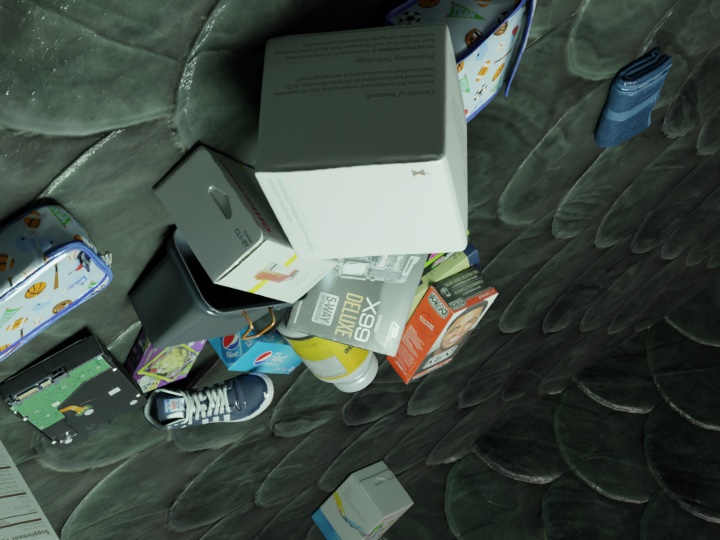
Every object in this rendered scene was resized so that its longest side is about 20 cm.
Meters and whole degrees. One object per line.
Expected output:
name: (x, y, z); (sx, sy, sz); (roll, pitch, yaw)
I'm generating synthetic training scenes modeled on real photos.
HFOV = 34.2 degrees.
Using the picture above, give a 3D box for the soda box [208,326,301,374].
soda box: (-0.150, 0.113, 1.810); (0.068, 0.064, 0.200); (-43, 160, 13)

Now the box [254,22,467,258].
box: (0.009, -0.131, 1.252); (0.199, 0.172, 0.199); (-3, 153, 10)

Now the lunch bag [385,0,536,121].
lunch bag: (0.130, -0.269, 1.379); (0.200, 0.124, 0.170); (-42, 163, -22)

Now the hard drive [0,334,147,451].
hard drive: (-0.375, 0.164, 1.544); (0.139, 0.038, 0.200); (-30, 156, -6)

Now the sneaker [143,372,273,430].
sneaker: (-0.235, 0.199, 1.767); (0.200, 0.070, 0.108); (-16, 167, 28)

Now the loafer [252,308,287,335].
loafer: (-0.125, 0.030, 1.645); (0.201, 0.068, 0.071); (113, -5, -47)

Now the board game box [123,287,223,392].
board game box: (-0.266, 0.103, 1.644); (0.120, 0.032, 0.200); (-14, 150, -40)

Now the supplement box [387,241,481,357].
supplement box: (0.074, 0.009, 1.862); (0.200, 0.134, 0.200); (-37, 160, -3)

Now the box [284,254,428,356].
box: (0.000, 0.000, 1.570); (0.050, 0.157, 0.201); (-117, -136, -75)

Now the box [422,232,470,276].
box: (0.044, -0.052, 1.696); (0.200, 0.124, 0.149); (-35, 160, -4)

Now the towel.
towel: (0.466, -0.289, 2.011); (0.111, 0.049, 0.200); (-32, 159, -15)

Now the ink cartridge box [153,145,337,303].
ink cartridge box: (-0.132, -0.050, 1.370); (0.083, 0.145, 0.200); (-40, 160, 12)

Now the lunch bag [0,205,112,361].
lunch bag: (-0.360, 0.021, 1.241); (0.200, 0.076, 0.160); (-34, 162, -7)

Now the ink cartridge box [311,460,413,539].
ink cartridge box: (0.005, 0.628, 3.078); (0.147, 0.146, 0.200); (-11, 147, -52)

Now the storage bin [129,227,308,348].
storage bin: (-0.184, 0.034, 1.494); (0.134, 0.146, 0.200); (-39, 163, 33)

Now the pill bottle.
pill bottle: (-0.047, 0.102, 1.799); (0.112, 0.112, 0.200); (-37, 136, -2)

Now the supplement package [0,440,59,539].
supplement package: (-0.486, 0.298, 1.438); (0.117, 0.200, 0.117); (-45, 159, 20)

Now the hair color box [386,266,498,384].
hair color box: (0.125, 0.088, 1.832); (0.101, 0.061, 0.200); (-23, 154, -35)
